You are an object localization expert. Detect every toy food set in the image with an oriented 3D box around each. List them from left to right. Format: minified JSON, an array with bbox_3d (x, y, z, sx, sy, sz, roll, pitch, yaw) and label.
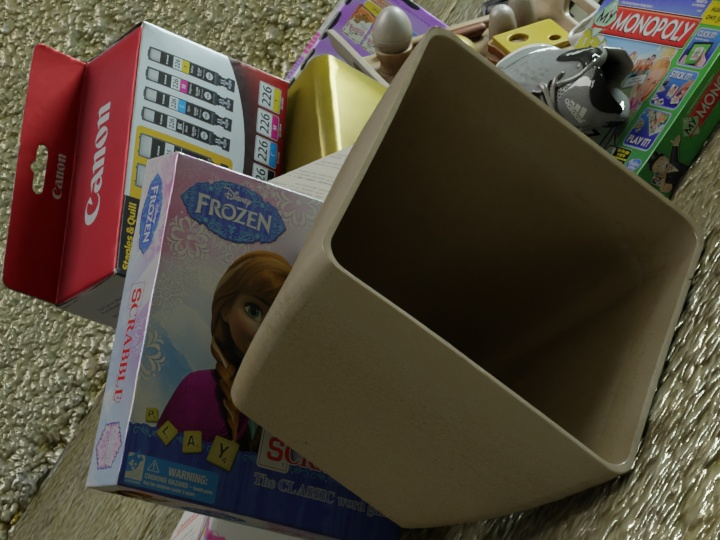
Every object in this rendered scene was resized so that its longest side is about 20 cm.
[{"bbox_3d":[0.090,-0.182,1.783,0.200,0.061,0.144,-19,33,-15],"label":"toy food set"}]

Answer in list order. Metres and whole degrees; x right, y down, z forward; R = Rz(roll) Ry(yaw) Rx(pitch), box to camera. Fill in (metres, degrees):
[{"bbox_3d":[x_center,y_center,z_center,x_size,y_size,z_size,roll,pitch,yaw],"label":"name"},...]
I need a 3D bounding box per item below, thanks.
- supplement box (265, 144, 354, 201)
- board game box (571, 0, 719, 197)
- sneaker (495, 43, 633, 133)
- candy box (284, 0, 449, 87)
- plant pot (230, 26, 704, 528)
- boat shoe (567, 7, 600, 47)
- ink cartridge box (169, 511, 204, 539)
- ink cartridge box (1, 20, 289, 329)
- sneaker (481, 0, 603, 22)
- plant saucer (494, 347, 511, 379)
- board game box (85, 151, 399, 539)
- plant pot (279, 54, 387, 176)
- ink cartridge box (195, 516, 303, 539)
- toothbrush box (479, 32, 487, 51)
[{"bbox_3d":[-0.035,0.006,1.466,0.200,0.126,0.073,-24,26,-34],"label":"supplement box"},{"bbox_3d":[0.184,-0.121,1.496,0.135,0.029,0.200,-57,21,-2],"label":"board game box"},{"bbox_3d":[0.102,-0.095,1.436,0.115,0.075,0.200,-7,28,49],"label":"sneaker"},{"bbox_3d":[0.014,-0.158,2.165,0.200,0.168,0.072,-54,9,3],"label":"candy box"},{"bbox_3d":[0.043,0.026,1.265,0.177,0.200,0.200,-42,16,45],"label":"plant pot"},{"bbox_3d":[0.221,-0.215,1.623,0.200,0.069,0.071,-49,10,30],"label":"boat shoe"},{"bbox_3d":[-0.116,0.238,1.755,0.115,0.068,0.200,-45,15,48],"label":"ink cartridge box"},{"bbox_3d":[-0.148,-0.061,1.599,0.084,0.175,0.200,-27,52,47],"label":"ink cartridge box"},{"bbox_3d":[0.182,-0.273,1.965,0.200,0.087,0.076,-55,9,3],"label":"sneaker"},{"bbox_3d":[0.063,0.092,1.465,0.200,0.035,0.200,-53,10,14],"label":"plant saucer"},{"bbox_3d":[-0.052,0.053,1.359,0.041,0.200,0.200,-10,67,54],"label":"board game box"},{"bbox_3d":[0.000,0.000,1.672,0.200,0.200,0.177,-50,24,28],"label":"plant pot"},{"bbox_3d":[-0.060,0.167,1.533,0.145,0.084,0.200,-75,5,-67],"label":"ink cartridge box"},{"bbox_3d":[0.067,-0.074,1.864,0.200,0.086,0.146,-50,10,35],"label":"toothbrush box"}]
